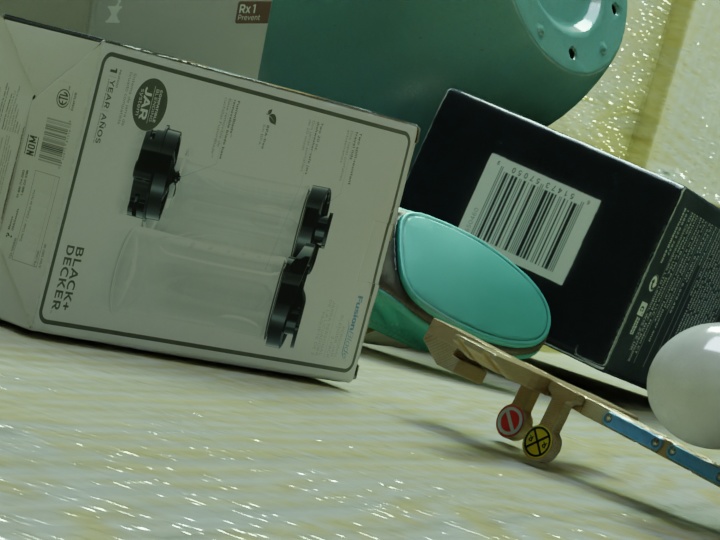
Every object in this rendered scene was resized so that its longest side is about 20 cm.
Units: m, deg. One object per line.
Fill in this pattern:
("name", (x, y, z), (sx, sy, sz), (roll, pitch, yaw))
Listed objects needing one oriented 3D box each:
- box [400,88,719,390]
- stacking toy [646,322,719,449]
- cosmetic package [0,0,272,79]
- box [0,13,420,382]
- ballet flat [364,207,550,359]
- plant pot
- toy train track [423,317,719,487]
("box", (0.122, -0.008, 1.642), (0.148, 0.107, 0.200), (25, 2, 25))
("stacking toy", (0.198, 0.052, 1.181), (0.200, 0.146, 0.146), (4, 10, -35))
("cosmetic package", (-0.143, -0.118, 1.359), (0.107, 0.090, 0.200), (-3, 24, -41))
("box", (-0.070, -0.025, 1.206), (0.060, 0.117, 0.200), (16, 4, 39))
("ballet flat", (0.000, 0.000, 1.470), (0.200, 0.067, 0.070), (25, -39, -30))
("plant pot", (0.056, -0.156, 1.726), (0.161, 0.201, 0.200), (-12, -15, 37))
("toy train track", (0.100, 0.072, 1.189), (0.200, 0.033, 0.115), (27, 2, 38))
